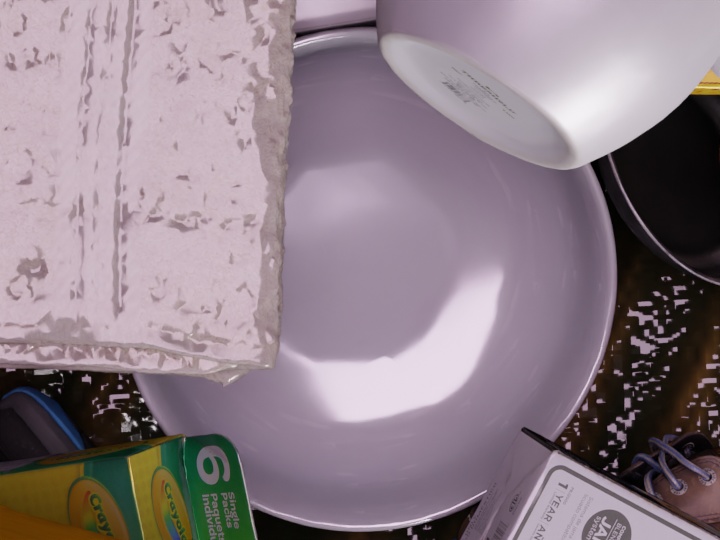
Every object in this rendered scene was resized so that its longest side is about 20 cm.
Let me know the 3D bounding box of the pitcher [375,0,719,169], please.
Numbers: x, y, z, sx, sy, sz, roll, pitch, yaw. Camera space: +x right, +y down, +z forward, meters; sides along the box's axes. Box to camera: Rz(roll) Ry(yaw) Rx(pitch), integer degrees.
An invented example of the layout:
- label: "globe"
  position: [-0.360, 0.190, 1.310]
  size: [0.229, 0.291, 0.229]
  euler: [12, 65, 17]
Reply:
- label: "pitcher"
  position: [0.110, -0.124, 0.963]
  size: [0.171, 0.121, 0.200]
  euler: [37, 78, -19]

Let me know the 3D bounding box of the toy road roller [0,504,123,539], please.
- label: "toy road roller"
  position: [-0.153, 0.128, 0.999]
  size: [0.199, 0.146, 0.123]
  euler: [15, 108, 8]

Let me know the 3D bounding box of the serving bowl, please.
- label: "serving bowl"
  position: [0.000, 0.000, 1.128]
  size: [0.199, 0.066, 0.201]
  euler: [-1, 100, -7]

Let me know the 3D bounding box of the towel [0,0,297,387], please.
- label: "towel"
  position: [-0.089, -0.059, 1.051]
  size: [0.132, 0.034, 0.201]
  euler: [4, 90, -5]

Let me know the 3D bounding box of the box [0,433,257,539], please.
- label: "box"
  position: [-0.126, 0.131, 1.080]
  size: [0.199, 0.048, 0.118]
  euler: [-11, 93, 26]

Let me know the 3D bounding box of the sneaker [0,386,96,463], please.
- label: "sneaker"
  position: [-0.113, 0.146, 1.129]
  size: [0.082, 0.073, 0.201]
  euler: [-23, 89, 0]

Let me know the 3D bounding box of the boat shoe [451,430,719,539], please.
- label: "boat shoe"
  position: [0.133, 0.103, 1.132]
  size: [0.199, 0.072, 0.073]
  euler: [5, 103, -14]

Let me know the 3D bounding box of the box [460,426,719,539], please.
- label: "box"
  position: [0.125, 0.158, 1.069]
  size: [0.199, 0.060, 0.117]
  euler: [27, 90, -10]

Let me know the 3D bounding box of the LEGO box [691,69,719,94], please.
- label: "LEGO box"
  position: [0.124, -0.166, 1.051]
  size: [0.148, 0.077, 0.201]
  euler: [1, 91, -4]

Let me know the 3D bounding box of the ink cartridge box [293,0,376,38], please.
- label: "ink cartridge box"
  position: [0.049, -0.177, 1.128]
  size: [0.199, 0.084, 0.147]
  euler: [-8, 91, -2]

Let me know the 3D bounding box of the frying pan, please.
- label: "frying pan"
  position: [0.163, -0.034, 1.153]
  size: [0.190, 0.031, 0.115]
  euler: [24, 57, -33]
